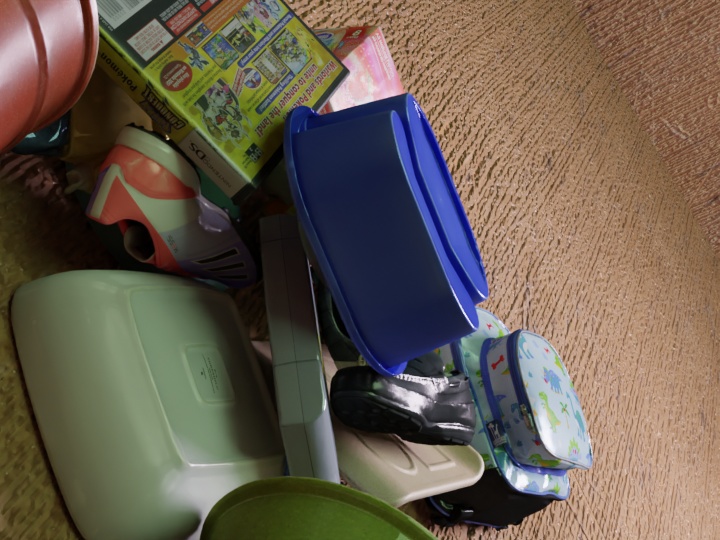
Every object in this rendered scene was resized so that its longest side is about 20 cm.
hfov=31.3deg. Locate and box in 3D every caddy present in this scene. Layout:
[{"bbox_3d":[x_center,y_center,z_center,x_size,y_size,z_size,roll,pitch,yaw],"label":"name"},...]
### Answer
[{"bbox_3d":[0.010,-0.026,0.890,0.141,0.105,0.200,-58,127,-70],"label":"caddy"}]

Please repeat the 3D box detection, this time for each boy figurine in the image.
[{"bbox_3d":[-0.193,-0.112,0.911,0.200,0.064,0.124,2,70,-49],"label":"boy figurine"}]

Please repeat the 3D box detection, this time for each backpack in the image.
[{"bbox_3d":[0.129,0.133,1.250,0.183,0.147,0.200,23,42,-58],"label":"backpack"}]

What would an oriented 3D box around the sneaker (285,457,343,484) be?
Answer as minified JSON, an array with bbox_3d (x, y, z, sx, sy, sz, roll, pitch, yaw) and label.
[{"bbox_3d":[-0.008,0.194,0.986,0.200,0.088,0.075,59,26,-4],"label":"sneaker"}]

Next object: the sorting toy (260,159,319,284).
[{"bbox_3d":[-0.027,-0.012,1.120,0.200,0.036,0.185,58,-11,-12],"label":"sorting toy"}]

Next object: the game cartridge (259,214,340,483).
[{"bbox_3d":[-0.045,0.060,0.926,0.133,0.040,0.200,78,1,-46],"label":"game cartridge"}]

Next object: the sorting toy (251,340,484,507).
[{"bbox_3d":[-0.002,0.125,1.061,0.185,0.036,0.200,41,16,20],"label":"sorting toy"}]

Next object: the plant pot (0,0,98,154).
[{"bbox_3d":[-0.269,-0.103,0.675,0.201,0.201,0.195,51,35,-23],"label":"plant pot"}]

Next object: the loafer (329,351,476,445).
[{"bbox_3d":[0.034,0.091,0.983,0.201,0.068,0.070,26,63,-60],"label":"loafer"}]

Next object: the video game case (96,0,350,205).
[{"bbox_3d":[-0.106,-0.161,0.905,0.181,0.025,0.200,45,35,-10],"label":"video game case"}]

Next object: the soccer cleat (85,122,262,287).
[{"bbox_3d":[-0.131,-0.026,0.918,0.073,0.068,0.200,-59,153,-14],"label":"soccer cleat"}]

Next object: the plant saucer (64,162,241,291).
[{"bbox_3d":[-0.155,-0.069,1.033,0.200,0.036,0.200,45,30,-35],"label":"plant saucer"}]

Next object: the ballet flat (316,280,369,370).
[{"bbox_3d":[0.000,0.000,0.995,0.057,0.066,0.200,-121,-151,-75],"label":"ballet flat"}]

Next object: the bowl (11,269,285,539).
[{"bbox_3d":[-0.129,0.086,0.877,0.200,0.075,0.200,8,59,-61],"label":"bowl"}]

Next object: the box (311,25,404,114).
[{"bbox_3d":[-0.009,-0.117,1.200,0.103,0.095,0.200,-48,129,-37],"label":"box"}]

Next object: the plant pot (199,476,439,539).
[{"bbox_3d":[-0.047,0.258,0.755,0.200,0.200,0.190,55,37,-16],"label":"plant pot"}]
